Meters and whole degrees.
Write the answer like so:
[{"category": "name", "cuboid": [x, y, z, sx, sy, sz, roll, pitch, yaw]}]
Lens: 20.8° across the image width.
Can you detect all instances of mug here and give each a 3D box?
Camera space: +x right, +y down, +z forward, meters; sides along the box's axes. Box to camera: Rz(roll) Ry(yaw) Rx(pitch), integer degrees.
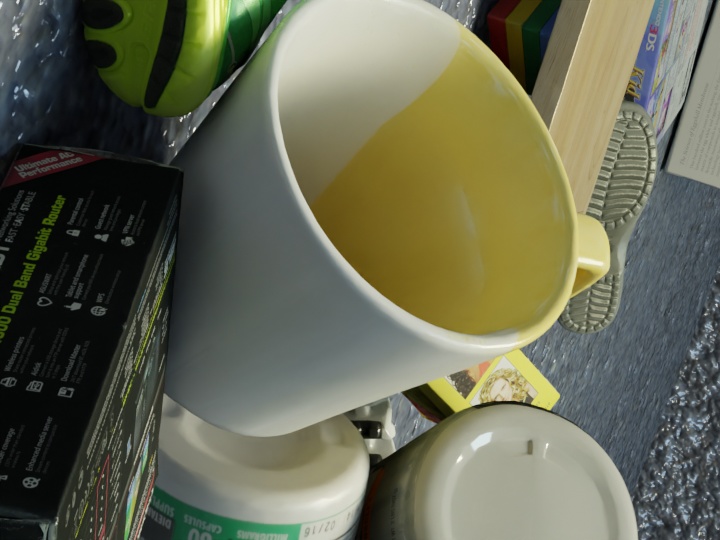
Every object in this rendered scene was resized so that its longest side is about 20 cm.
[{"category": "mug", "cuboid": [-0.006, 0.003, 0.772, 0.153, 0.186, 0.150, -34, -155, 42]}]

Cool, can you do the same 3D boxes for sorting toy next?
[{"category": "sorting toy", "cuboid": [0.118, -0.111, 1.287, 0.199, 0.069, 0.201, -10, 119, -72]}]

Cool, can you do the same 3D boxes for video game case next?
[{"category": "video game case", "cuboid": [0.254, -0.195, 1.683, 0.181, 0.045, 0.201, -52, 156, -51]}]

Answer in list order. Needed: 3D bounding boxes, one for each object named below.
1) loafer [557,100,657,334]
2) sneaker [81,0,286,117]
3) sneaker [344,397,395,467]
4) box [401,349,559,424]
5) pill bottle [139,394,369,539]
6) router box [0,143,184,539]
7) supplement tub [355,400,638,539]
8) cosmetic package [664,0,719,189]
[{"category": "loafer", "cuboid": [0.193, -0.050, 1.639, 0.070, 0.075, 0.201, -116, -144, -67]}, {"category": "sneaker", "cuboid": [-0.044, -0.154, 0.699, 0.084, 0.074, 0.201, -33, 150, -61]}, {"category": "sneaker", "cuboid": [-0.010, 0.023, 1.045, 0.081, 0.075, 0.201, -93, -170, -68]}, {"category": "box", "cuboid": [0.018, 0.018, 0.947, 0.050, 0.075, 0.200, -53, 135, -9]}, {"category": "pill bottle", "cuboid": [-0.067, 0.160, 0.911, 0.113, 0.112, 0.201, -40, 146, -60]}, {"category": "router box", "cuboid": [-0.111, 0.072, 0.659, 0.200, 0.062, 0.151, -78, 177, -56]}, {"category": "supplement tub", "cuboid": [0.039, 0.147, 0.960, 0.123, 0.122, 0.200, -61, -171, -30]}, {"category": "cosmetic package", "cuboid": [0.455, -0.175, 2.095, 0.123, 0.199, 0.201, -28, 136, -71]}]
